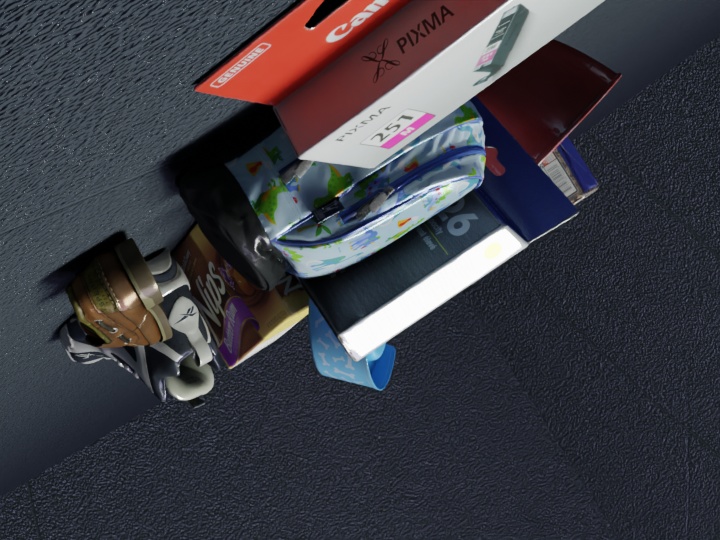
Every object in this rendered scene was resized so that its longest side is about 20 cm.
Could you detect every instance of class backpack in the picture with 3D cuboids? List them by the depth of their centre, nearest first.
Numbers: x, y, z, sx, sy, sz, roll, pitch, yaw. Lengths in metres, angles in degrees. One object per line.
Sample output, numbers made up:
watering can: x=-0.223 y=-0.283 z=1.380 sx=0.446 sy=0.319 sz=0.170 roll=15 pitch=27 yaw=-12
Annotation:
backpack: x=-0.010 y=-0.071 z=1.157 sx=0.200 sy=0.154 sz=0.163 roll=-45 pitch=172 yaw=-8

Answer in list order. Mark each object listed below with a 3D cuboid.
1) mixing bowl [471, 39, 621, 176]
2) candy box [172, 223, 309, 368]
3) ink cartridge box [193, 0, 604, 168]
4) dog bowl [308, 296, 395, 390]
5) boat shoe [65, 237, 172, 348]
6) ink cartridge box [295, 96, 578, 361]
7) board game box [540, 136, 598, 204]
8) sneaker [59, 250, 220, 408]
mixing bowl: x=0.113 y=-0.131 z=1.399 sx=0.200 sy=0.108 sz=0.200 roll=-45 pitch=180 yaw=0
candy box: x=-0.098 y=0.003 z=1.436 sx=0.056 sy=0.117 sz=0.200 roll=-31 pitch=177 yaw=-26
ink cartridge box: x=0.029 y=-0.133 z=0.955 sx=0.199 sy=0.044 sz=0.173 roll=-35 pitch=164 yaw=25
dog bowl: x=0.000 y=0.000 z=1.321 sx=0.049 sy=0.201 sz=0.112 roll=0 pitch=145 yaw=14
boat shoe: x=-0.195 y=0.024 z=1.311 sx=0.068 sy=0.072 sz=0.200 roll=-28 pitch=167 yaw=-9
ink cartridge box: x=0.029 y=-0.057 z=1.252 sx=0.199 sy=0.198 sz=0.047 roll=-35 pitch=138 yaw=-2
board game box: x=0.105 y=-0.090 z=1.631 sx=0.199 sy=0.160 sz=0.097 roll=-33 pitch=177 yaw=18
sneaker: x=-0.192 y=0.077 z=1.495 sx=0.079 sy=0.130 sz=0.199 roll=-28 pitch=175 yaw=-44
